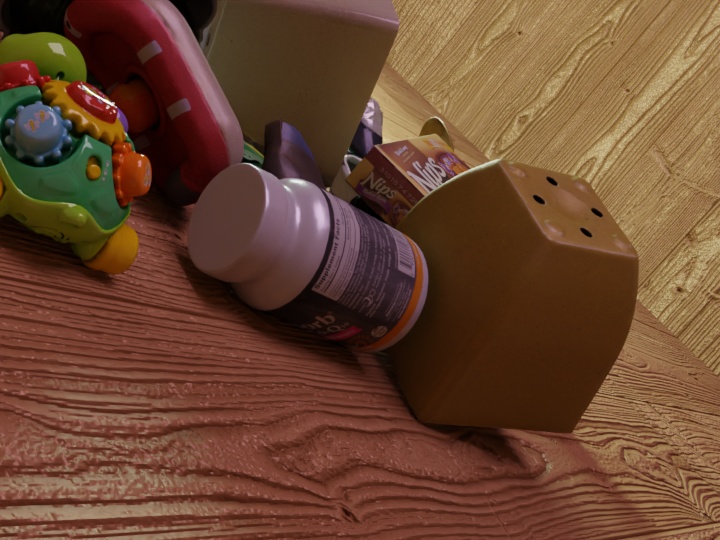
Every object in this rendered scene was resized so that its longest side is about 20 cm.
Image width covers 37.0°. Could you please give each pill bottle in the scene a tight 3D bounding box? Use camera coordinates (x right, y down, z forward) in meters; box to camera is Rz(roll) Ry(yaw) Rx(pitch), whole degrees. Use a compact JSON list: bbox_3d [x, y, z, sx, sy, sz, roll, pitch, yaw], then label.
[{"bbox_3d":[-0.042,-0.010,0.920,0.200,0.117,0.117,26,20,-43],"label":"pill bottle"}]

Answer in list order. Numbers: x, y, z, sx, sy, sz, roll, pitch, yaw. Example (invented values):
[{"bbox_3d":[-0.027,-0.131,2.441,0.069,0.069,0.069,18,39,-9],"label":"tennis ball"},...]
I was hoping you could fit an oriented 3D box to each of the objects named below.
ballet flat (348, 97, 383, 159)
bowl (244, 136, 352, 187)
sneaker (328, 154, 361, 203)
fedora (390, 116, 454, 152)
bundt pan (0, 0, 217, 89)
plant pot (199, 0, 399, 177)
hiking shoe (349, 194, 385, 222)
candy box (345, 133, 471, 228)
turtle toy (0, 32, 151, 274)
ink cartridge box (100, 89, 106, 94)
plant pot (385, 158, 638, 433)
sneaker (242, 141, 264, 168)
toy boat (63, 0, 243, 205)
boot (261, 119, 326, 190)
[{"bbox_3d":[-0.017,-0.206,1.378,0.073,0.073,0.200,22,24,-52],"label":"ballet flat"},{"bbox_3d":[-0.096,-0.191,1.414,0.199,0.075,0.200,28,20,-41],"label":"bowl"},{"bbox_3d":[0.047,-0.072,1.276,0.199,0.071,0.073,27,45,19],"label":"sneaker"},{"bbox_3d":[0.059,-0.099,1.379,0.081,0.202,0.201,5,25,-14],"label":"fedora"},{"bbox_3d":[-0.236,-0.263,0.987,0.202,0.201,0.076,21,41,-52],"label":"bundt pan"},{"bbox_3d":[-0.088,-0.255,1.202,0.176,0.200,0.200,12,35,-19],"label":"plant pot"},{"bbox_3d":[0.047,-0.001,1.216,0.200,0.074,0.087,53,-6,-11],"label":"hiking shoe"},{"bbox_3d":[0.074,-0.088,1.188,0.117,0.056,0.200,46,22,9],"label":"candy box"},{"bbox_3d":[-0.217,-0.094,0.749,0.145,0.101,0.200,26,20,-44],"label":"turtle toy"},{"bbox_3d":[-0.238,-0.193,1.129,0.200,0.039,0.100,37,14,-7],"label":"ink cartridge box"},{"bbox_3d":[0.145,0.012,1.019,0.193,0.200,0.196,9,40,-32],"label":"plant pot"},{"bbox_3d":[-0.148,-0.115,1.050,0.200,0.074,0.084,33,12,-30],"label":"sneaker"},{"bbox_3d":[-0.200,-0.141,0.927,0.130,0.130,0.201,-30,93,-31],"label":"toy boat"},{"bbox_3d":[-0.044,-0.065,1.053,0.200,0.074,0.097,49,34,-62],"label":"boot"}]
